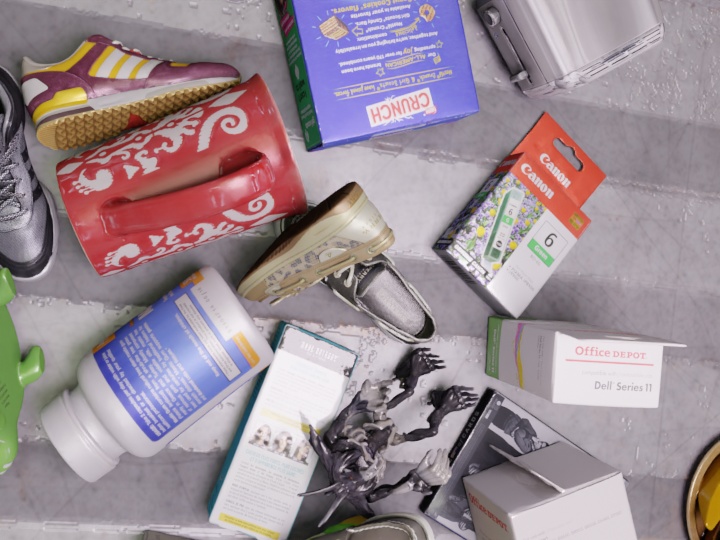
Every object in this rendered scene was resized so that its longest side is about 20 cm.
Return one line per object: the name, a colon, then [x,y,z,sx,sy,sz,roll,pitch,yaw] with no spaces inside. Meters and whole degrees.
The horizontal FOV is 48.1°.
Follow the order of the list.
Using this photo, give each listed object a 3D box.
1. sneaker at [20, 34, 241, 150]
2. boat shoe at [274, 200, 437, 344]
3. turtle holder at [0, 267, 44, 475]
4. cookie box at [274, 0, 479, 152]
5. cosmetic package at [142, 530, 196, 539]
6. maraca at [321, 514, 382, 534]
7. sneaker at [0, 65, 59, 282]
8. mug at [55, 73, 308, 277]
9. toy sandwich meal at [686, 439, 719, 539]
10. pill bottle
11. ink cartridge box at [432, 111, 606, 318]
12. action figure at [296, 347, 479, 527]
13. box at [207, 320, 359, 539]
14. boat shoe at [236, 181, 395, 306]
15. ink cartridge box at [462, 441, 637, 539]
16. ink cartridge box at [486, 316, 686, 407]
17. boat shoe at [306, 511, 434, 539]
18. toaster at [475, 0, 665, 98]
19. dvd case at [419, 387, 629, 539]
sneaker: [-0.210,-0.181,0.748,0.197,0.075,0.091,-17,78,-24]
boat shoe: [0.000,0.000,0.808,0.199,0.064,0.071,39,83,-11]
turtle holder: [-0.359,0.093,0.701,0.129,0.142,0.187,-10,134,1]
cookie box: [0.011,-0.235,0.799,0.168,0.075,0.204,-13,94,-13]
cosmetic package: [-0.184,0.366,0.769,0.103,0.071,0.204,17,88,-14]
maraca: [0.041,0.320,0.798,0.200,0.137,0.107,44,50,-8]
sneaker: [-0.318,-0.087,0.702,0.074,0.114,0.204,-13,95,-12]
mug: [-0.160,-0.086,0.717,0.197,0.178,0.136,-21,82,-8]
toy sandwich meal: [0.461,0.282,0.927,0.201,0.070,0.210,0,92,-14]
pill bottle: [-0.187,0.097,0.741,0.199,0.112,0.113,-37,99,-10]
ink cartridge box: [0.181,-0.062,0.858,0.109,0.050,0.201,41,83,-11]
action figure: [0.028,0.156,0.770,0.119,0.102,0.200,51,52,-3]
box: [-0.078,0.159,0.801,0.081,0.049,0.203,23,86,-13]
boat shoe: [-0.048,-0.008,0.735,0.063,0.199,0.074,44,52,-12]
ink cartridge box: [0.194,0.274,0.806,0.123,0.128,0.204,-15,96,-13]
ink cartridge box: [0.213,0.090,0.794,0.115,0.200,0.069,4,91,-13]
boat shoe: [-0.025,0.272,0.722,0.200,0.060,0.073,-31,61,25]
toaster: [0.225,-0.267,0.835,0.198,0.113,0.131,-30,102,-13]
dvd case: [0.182,0.245,0.881,0.198,0.025,0.152,34,83,-13]
